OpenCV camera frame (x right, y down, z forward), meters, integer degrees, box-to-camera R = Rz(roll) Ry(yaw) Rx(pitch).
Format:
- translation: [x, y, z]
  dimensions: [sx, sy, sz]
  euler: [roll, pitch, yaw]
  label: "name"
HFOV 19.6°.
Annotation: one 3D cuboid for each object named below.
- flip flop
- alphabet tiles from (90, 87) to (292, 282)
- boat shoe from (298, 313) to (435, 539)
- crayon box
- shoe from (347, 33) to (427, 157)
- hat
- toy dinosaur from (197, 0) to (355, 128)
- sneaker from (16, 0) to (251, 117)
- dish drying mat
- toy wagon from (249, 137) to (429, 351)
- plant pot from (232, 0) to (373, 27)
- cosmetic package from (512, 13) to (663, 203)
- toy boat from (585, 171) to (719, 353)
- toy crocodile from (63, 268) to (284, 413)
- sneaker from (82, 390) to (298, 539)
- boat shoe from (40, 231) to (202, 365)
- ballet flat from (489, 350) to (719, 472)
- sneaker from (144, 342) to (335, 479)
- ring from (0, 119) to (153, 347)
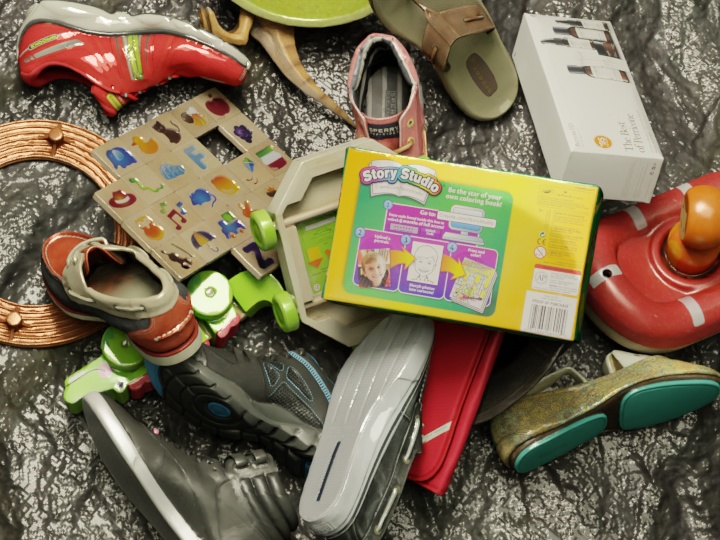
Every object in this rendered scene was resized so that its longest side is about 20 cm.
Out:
- translation: [0.078, -0.192, 1.731]
  dimensions: [0.081, 0.200, 0.058]
  euler: [-40, 39, -2]
  label: "flip flop"
- translation: [-0.120, -0.062, 1.696]
  dimensions: [0.167, 0.008, 0.200]
  euler: [44, 40, 10]
  label: "alphabet tiles"
- translation: [0.015, 0.125, 1.624]
  dimensions: [0.071, 0.072, 0.201]
  euler: [41, 64, -34]
  label: "boat shoe"
- translation: [0.078, -0.019, 1.592]
  dimensions: [0.198, 0.058, 0.120]
  euler: [10, 87, 9]
  label: "crayon box"
- translation: [0.021, -0.092, 1.723]
  dimensions: [0.071, 0.091, 0.202]
  euler: [-4, 70, 10]
  label: "shoe"
- translation: [0.124, 0.038, 1.692]
  dimensions: [0.081, 0.200, 0.202]
  euler: [25, 60, -43]
  label: "hat"
- translation: [-0.079, -0.211, 1.783]
  dimensions: [0.105, 0.060, 0.201]
  euler: [-14, 72, -13]
  label: "toy dinosaur"
- translation: [-0.192, -0.169, 1.757]
  dimensions: [0.198, 0.077, 0.086]
  euler: [8, 80, 4]
  label: "sneaker"
- translation: [0.070, 0.071, 1.649]
  dimensions: [0.076, 0.018, 0.201]
  euler: [21, 93, 39]
  label: "dish drying mat"
- translation: [0.000, 0.000, 1.670]
  dimensions: [0.154, 0.040, 0.202]
  euler: [-19, 105, -17]
  label: "toy wagon"
- translation: [-0.038, -0.341, 1.762]
  dimensions: [0.199, 0.201, 0.185]
  euler: [9, 41, -3]
  label: "plant pot"
- translation: [0.187, -0.138, 1.737]
  dimensions: [0.082, 0.051, 0.201]
  euler: [2, 40, -12]
  label: "cosmetic package"
- translation: [0.271, -0.022, 1.704]
  dimensions: [0.199, 0.131, 0.131]
  euler: [-23, 62, -14]
  label: "toy boat"
- translation: [-0.149, 0.058, 1.669]
  dimensions: [0.199, 0.068, 0.062]
  euler: [-31, 76, -17]
  label: "toy crocodile"
- translation: [-0.128, 0.156, 1.631]
  dimensions: [0.099, 0.071, 0.200]
  euler: [-39, 89, -20]
  label: "sneaker"
- translation: [-0.193, 0.008, 1.618]
  dimensions: [0.071, 0.063, 0.200]
  euler: [-39, 40, -17]
  label: "boat shoe"
- translation: [0.196, 0.101, 1.695]
  dimensions: [0.199, 0.071, 0.071]
  euler: [-19, 72, -13]
  label: "ballet flat"
- translation: [-0.081, 0.094, 1.649]
  dimensions: [0.199, 0.073, 0.082]
  euler: [32, 59, -21]
  label: "sneaker"
- translation: [-0.267, -0.034, 1.717]
  dimensions: [0.199, 0.019, 0.202]
  euler: [2, 69, -5]
  label: "ring"
